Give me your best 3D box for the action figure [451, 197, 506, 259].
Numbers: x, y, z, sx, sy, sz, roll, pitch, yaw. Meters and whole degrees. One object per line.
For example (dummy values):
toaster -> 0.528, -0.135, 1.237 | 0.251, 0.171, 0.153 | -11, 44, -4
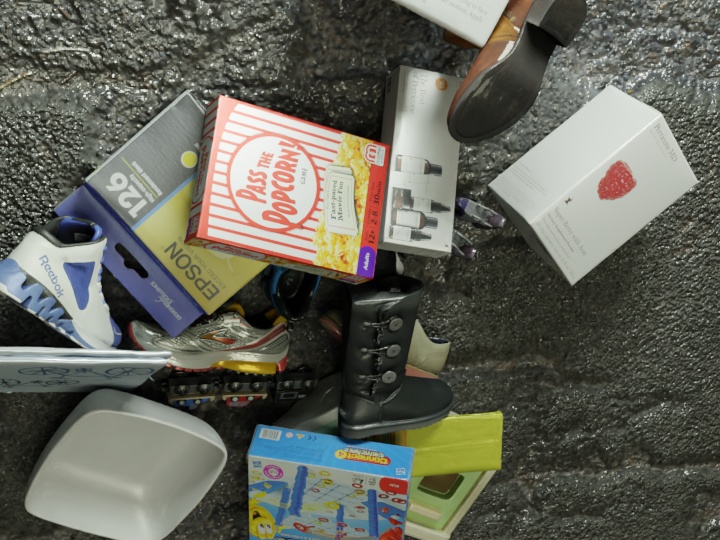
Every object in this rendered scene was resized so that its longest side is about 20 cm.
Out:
action figure -> 0.077, -0.089, 1.194 | 0.200, 0.069, 0.130 | 32, 94, -35

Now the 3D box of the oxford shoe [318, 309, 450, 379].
oxford shoe -> 0.032, 0.082, 1.282 | 0.199, 0.071, 0.074 | 28, 90, -37

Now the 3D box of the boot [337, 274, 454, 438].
boot -> 0.050, 0.095, 1.206 | 0.164, 0.066, 0.201 | -13, 121, -29

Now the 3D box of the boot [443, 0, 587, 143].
boot -> 0.125, -0.235, 1.059 | 0.068, 0.200, 0.189 | 27, 101, -28

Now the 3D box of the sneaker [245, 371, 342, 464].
sneaker -> -0.039, 0.218, 1.313 | 0.200, 0.074, 0.118 | -38, 117, 14

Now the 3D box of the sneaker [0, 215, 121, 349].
sneaker -> -0.301, 0.010, 1.075 | 0.115, 0.080, 0.200 | -57, 152, -12

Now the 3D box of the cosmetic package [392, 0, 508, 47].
cosmetic package -> 0.076, -0.361, 0.992 | 0.164, 0.165, 0.201 | 21, 109, -29

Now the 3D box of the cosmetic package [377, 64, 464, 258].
cosmetic package -> 0.065, -0.120, 1.123 | 0.082, 0.051, 0.201 | 8, 80, -19

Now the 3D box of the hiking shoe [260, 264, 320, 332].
hiking shoe -> -0.064, -0.035, 1.161 | 0.074, 0.087, 0.201 | -1, 117, -20

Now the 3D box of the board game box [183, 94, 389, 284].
board game box -> -0.074, -0.081, 1.059 | 0.199, 0.046, 0.153 | 13, 76, -25

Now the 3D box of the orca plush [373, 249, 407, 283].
orca plush -> 0.000, 0.000, 1.194 | 0.071, 0.105, 0.200 | -54, 156, -21

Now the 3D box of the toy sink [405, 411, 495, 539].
toy sink -> 0.074, 0.292, 1.375 | 0.130, 0.112, 0.201 | 26, 106, -29

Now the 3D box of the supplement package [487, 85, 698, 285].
supplement package -> 0.283, -0.106, 1.236 | 0.200, 0.120, 0.121 | -40, 122, 3

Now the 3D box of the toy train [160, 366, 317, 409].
toy train -> -0.151, 0.148, 1.261 | 0.199, 0.034, 0.046 | 0, 129, -22

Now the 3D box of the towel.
towel -> 0.082, 0.222, 1.278 | 0.199, 0.018, 0.087 | -3, 113, -7

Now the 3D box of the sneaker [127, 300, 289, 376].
sneaker -> -0.178, 0.071, 1.192 | 0.199, 0.078, 0.083 | 5, 104, -29

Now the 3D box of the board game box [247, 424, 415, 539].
board game box -> -0.040, 0.296, 1.264 | 0.199, 0.056, 0.197 | 7, 125, 6

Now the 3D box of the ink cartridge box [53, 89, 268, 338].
ink cartridge box -> -0.195, -0.055, 1.092 | 0.200, 0.047, 0.198 | -41, 103, 2

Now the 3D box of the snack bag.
snack bag -> -0.319, 0.111, 1.110 | 0.187, 0.200, 0.022 | 2, 74, -22

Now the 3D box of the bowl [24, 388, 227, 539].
bowl -> -0.283, 0.227, 1.213 | 0.199, 0.075, 0.200 | 25, 118, -31
